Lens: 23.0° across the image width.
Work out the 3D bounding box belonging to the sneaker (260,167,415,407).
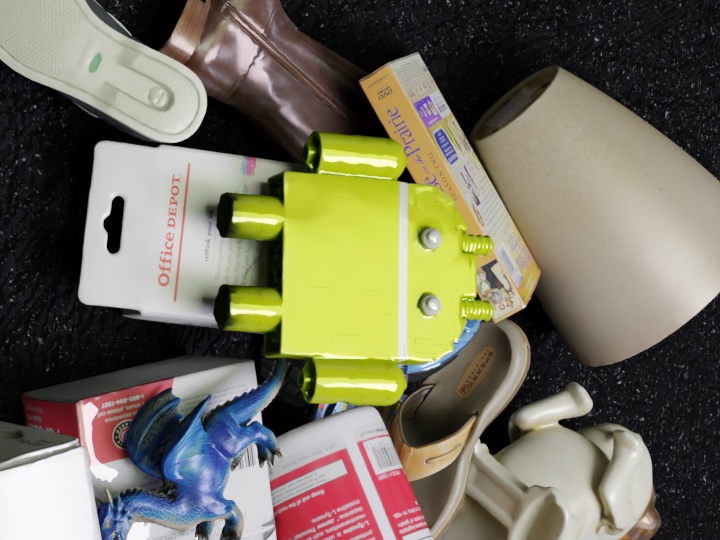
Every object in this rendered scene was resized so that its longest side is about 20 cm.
[{"bbox_3d":[-0.003,0.012,1.320,0.201,0.075,0.088,-64,161,1],"label":"sneaker"}]

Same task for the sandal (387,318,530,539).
[{"bbox_3d":[0.056,0.120,1.324,0.201,0.080,0.054,-59,148,2],"label":"sandal"}]

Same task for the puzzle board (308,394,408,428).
[{"bbox_3d":[0.005,0.190,1.368,0.150,0.017,0.201,24,76,-38],"label":"puzzle board"}]

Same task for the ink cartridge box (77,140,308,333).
[{"bbox_3d":[-0.096,-0.019,1.219,0.199,0.067,0.117,8,84,-18],"label":"ink cartridge box"}]

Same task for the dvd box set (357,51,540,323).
[{"bbox_3d":[0.070,-0.066,1.319,0.201,0.029,0.146,60,14,-4],"label":"dvd box set"}]

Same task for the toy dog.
[{"bbox_3d":[0.162,0.190,1.419,0.199,0.139,0.195,-14,122,-43],"label":"toy dog"}]

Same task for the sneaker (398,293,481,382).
[{"bbox_3d":[0.051,0.040,1.316,0.200,0.070,0.083,-64,172,-68],"label":"sneaker"}]

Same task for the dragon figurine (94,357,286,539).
[{"bbox_3d":[-0.109,0.112,1.135,0.099,0.059,0.201,38,69,-33],"label":"dragon figurine"}]

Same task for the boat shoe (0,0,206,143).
[{"bbox_3d":[-0.195,-0.150,1.164,0.200,0.068,0.072,36,84,-20],"label":"boat shoe"}]

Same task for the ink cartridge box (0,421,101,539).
[{"bbox_3d":[-0.221,0.203,1.095,0.084,0.145,0.201,-13,99,-38],"label":"ink cartridge box"}]

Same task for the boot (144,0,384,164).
[{"bbox_3d":[-0.040,-0.177,1.287,0.200,0.064,0.187,34,83,-32],"label":"boot"}]

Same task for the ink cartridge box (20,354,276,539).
[{"bbox_3d":[-0.139,0.169,1.204,0.146,0.083,0.201,-11,98,-39],"label":"ink cartridge box"}]

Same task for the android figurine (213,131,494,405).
[{"bbox_3d":[0.000,0.000,1.190,0.199,0.041,0.183,6,81,-23],"label":"android figurine"}]

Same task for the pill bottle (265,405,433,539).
[{"bbox_3d":[-0.002,0.207,1.257,0.112,0.112,0.201,-14,76,-39],"label":"pill bottle"}]

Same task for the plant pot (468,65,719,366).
[{"bbox_3d":[0.183,-0.059,1.423,0.200,0.187,0.187,48,62,-14],"label":"plant pot"}]
